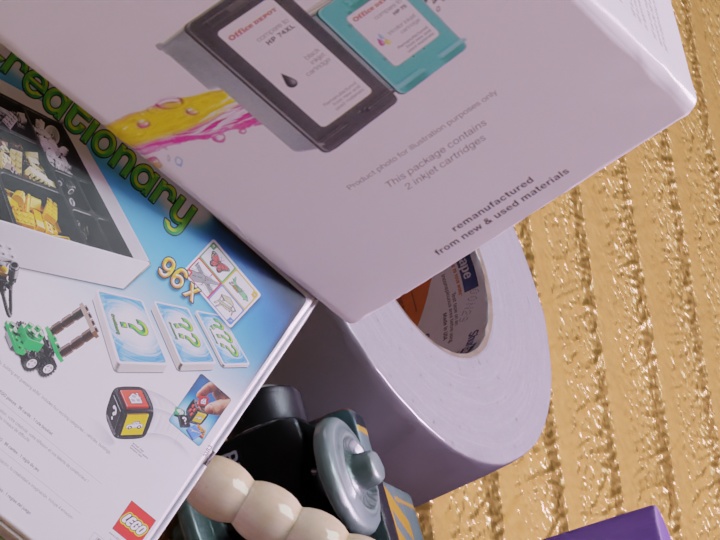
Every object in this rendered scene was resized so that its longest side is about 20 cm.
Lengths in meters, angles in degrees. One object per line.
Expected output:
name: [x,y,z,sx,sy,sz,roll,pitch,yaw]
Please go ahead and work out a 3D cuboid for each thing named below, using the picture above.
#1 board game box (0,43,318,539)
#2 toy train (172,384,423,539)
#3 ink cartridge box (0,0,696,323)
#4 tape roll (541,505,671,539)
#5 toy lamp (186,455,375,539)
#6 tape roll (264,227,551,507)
board game box: [-0.122,-0.002,0.934,0.200,0.035,0.126,42,71,-22]
toy train: [-0.004,0.141,1.097,0.114,0.085,0.200,36,34,-65]
ink cartridge box: [-0.017,-0.117,0.946,0.200,0.146,0.147,40,29,-36]
tape roll: [0.107,0.199,1.169,0.200,0.085,0.200,-18,90,-83]
toy lamp: [-0.044,0.078,1.012,0.200,0.058,0.058,31,30,-1]
tape roll: [0.000,0.000,1.242,0.200,0.066,0.201,43,33,-38]
